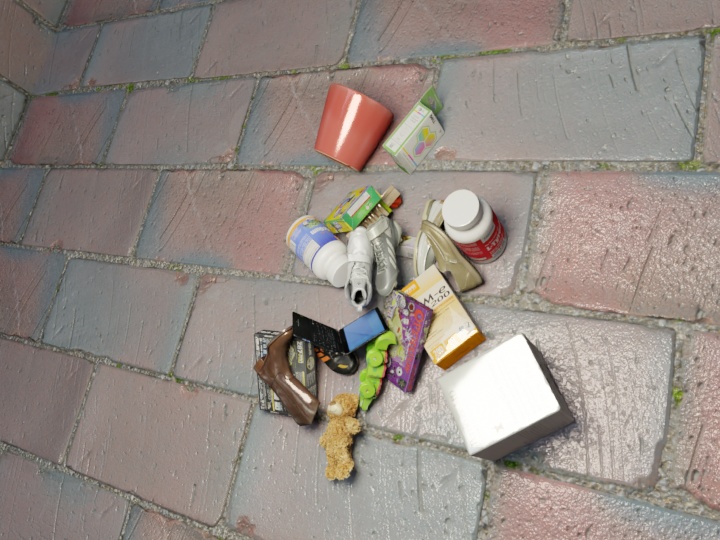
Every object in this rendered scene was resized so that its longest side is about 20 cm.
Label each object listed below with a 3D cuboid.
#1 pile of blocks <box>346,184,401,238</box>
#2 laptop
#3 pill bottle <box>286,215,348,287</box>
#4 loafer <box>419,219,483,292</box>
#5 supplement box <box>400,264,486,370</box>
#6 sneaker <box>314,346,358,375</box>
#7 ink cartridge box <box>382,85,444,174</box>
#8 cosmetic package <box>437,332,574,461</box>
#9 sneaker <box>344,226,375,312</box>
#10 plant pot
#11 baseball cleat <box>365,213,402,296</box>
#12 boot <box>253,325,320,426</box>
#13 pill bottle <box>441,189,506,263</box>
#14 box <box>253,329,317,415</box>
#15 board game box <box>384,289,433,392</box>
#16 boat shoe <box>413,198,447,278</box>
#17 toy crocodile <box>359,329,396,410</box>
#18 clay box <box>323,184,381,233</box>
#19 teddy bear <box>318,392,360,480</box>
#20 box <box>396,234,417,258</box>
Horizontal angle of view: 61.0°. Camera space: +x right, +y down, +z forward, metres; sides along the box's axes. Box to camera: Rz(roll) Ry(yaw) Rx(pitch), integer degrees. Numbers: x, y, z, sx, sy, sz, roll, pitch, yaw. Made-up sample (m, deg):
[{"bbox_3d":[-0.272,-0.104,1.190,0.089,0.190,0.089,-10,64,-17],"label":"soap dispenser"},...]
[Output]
[{"bbox_3d":[0.043,-0.132,1.574,0.062,0.082,0.201,41,68,0],"label":"pile of blocks"},{"bbox_3d":[-0.054,0.120,1.444,0.177,0.196,0.105,-119,53,-76],"label":"laptop"},{"bbox_3d":[-0.099,-0.048,1.606,0.113,0.112,0.200,-50,57,3],"label":"pill bottle"},{"bbox_3d":[0.200,-0.031,1.417,0.067,0.076,0.201,-42,86,7],"label":"loafer"},{"bbox_3d":[0.182,0.107,1.414,0.125,0.073,0.202,-38,58,11],"label":"supplement box"},{"bbox_3d":[-0.092,0.189,1.525,0.199,0.090,0.071,37,90,34],"label":"sneaker"},{"bbox_3d":[0.156,-0.363,1.590,0.059,0.104,0.201,41,93,33],"label":"ink cartridge box"},{"bbox_3d":[0.295,0.262,1.238,0.198,0.166,0.170,-32,59,15],"label":"cosmetic package"},{"bbox_3d":[0.000,0.000,1.476,0.073,0.115,0.205,1,102,1],"label":"sneaker"},{"bbox_3d":[-0.030,-0.379,1.658,0.198,0.199,0.180,29,97,33],"label":"plant pot"},{"bbox_3d":[0.047,-0.041,1.456,0.069,0.106,0.204,-26,44,41],"label":"baseball cleat"},{"bbox_3d":[-0.150,0.254,1.442,0.201,0.064,0.187,48,129,15],"label":"boot"},{"bbox_3d":[0.254,-0.100,1.378,0.110,0.199,0.115,-10,67,25],"label":"pill bottle"},{"bbox_3d":[-0.188,0.257,1.526,0.158,0.049,0.205,2,100,31],"label":"box"},{"bbox_3d":[0.097,0.161,1.408,0.119,0.032,0.205,27,110,43],"label":"board game box"},{"bbox_3d":[0.179,-0.076,1.486,0.067,0.074,0.205,7,80,27],"label":"boat shoe"},{"bbox_3d":[0.034,0.231,1.419,0.060,0.068,0.204,12,107,-4],"label":"toy crocodile"},{"bbox_3d":[-0.028,-0.154,1.569,0.115,0.048,0.199,-49,15,-12],"label":"clay box"},{"bbox_3d":[-0.052,0.385,1.425,0.144,0.065,0.205,173,110,-67],"label":"teddy bear"},{"bbox_3d":[0.068,-0.072,1.560,0.196,0.042,0.039,12,50,33],"label":"box"}]
